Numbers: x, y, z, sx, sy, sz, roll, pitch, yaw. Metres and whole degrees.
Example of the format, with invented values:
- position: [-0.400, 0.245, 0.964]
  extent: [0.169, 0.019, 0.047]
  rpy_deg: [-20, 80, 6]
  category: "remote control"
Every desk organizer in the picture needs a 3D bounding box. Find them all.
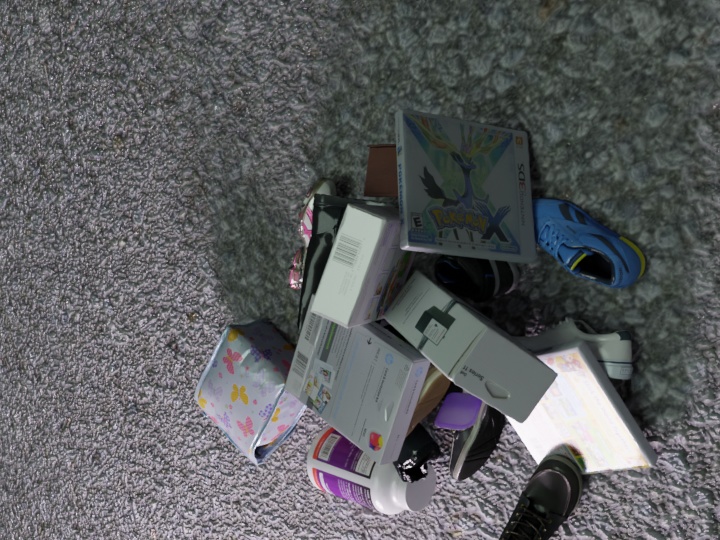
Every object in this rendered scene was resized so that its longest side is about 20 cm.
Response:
- position: [0.101, -0.136, 1.505]
  extent: [0.200, 0.072, 0.077]
  rpy_deg: [4, 86, 42]
  category: "desk organizer"

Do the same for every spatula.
- position: [0.155, 0.135, 1.490]
  extent: [0.056, 0.021, 0.200]
  rpy_deg: [5, 60, 26]
  category: "spatula"

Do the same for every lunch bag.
- position: [-0.184, 0.210, 1.838]
  extent: [0.170, 0.127, 0.200]
  rpy_deg: [40, 115, 25]
  category: "lunch bag"

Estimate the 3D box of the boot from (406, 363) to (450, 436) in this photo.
- position: [0.030, 0.148, 1.471]
  extent: [0.155, 0.072, 0.200]
  rpy_deg: [55, 136, 20]
  category: "boot"

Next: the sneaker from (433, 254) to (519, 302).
- position: [0.125, -0.039, 1.494]
  extent: [0.200, 0.112, 0.073]
  rpy_deg: [46, 127, 24]
  category: "sneaker"

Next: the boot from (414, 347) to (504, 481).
- position: [0.137, 0.192, 1.575]
  extent: [0.154, 0.073, 0.204]
  rpy_deg: [33, 119, 36]
  category: "boot"

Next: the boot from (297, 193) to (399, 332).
- position: [-0.001, 0.000, 1.516]
  extent: [0.165, 0.066, 0.200]
  rpy_deg: [8, 91, 7]
  category: "boot"

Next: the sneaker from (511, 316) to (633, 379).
- position: [0.276, 0.098, 1.431]
  extent: [0.200, 0.073, 0.071]
  rpy_deg: [7, 87, 37]
  category: "sneaker"

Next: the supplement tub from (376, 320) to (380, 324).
- position: [-0.022, 0.031, 1.614]
  extent: [0.123, 0.123, 0.200]
  rpy_deg: [14, 96, 40]
  category: "supplement tub"

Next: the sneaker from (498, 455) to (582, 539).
- position: [0.242, 0.352, 1.477]
  extent: [0.075, 0.106, 0.200]
  rpy_deg: [30, 128, 18]
  category: "sneaker"

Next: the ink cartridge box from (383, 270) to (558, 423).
- position: [0.140, 0.096, 1.377]
  extent: [0.083, 0.147, 0.200]
  rpy_deg: [-54, 31, 4]
  category: "ink cartridge box"

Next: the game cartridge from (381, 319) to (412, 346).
- position: [0.015, 0.144, 1.697]
  extent: [0.200, 0.040, 0.133]
  rpy_deg: [-11, 90, 44]
  category: "game cartridge"

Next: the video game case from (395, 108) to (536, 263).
- position: [0.137, -0.107, 1.374]
  extent: [0.022, 0.200, 0.182]
  rpy_deg: [-25, 63, 59]
  category: "video game case"

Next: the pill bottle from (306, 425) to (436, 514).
- position: [0.018, 0.317, 1.685]
  extent: [0.200, 0.112, 0.113]
  rpy_deg: [11, 108, 40]
  category: "pill bottle"

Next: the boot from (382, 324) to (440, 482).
- position: [0.062, 0.198, 1.559]
  extent: [0.168, 0.076, 0.200]
  rpy_deg: [52, 146, 35]
  category: "boot"

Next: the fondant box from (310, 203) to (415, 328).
- position: [0.015, -0.009, 1.385]
  extent: [0.058, 0.200, 0.144]
  rpy_deg: [23, 99, 17]
  category: "fondant box"

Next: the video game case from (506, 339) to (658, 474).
- position: [0.273, 0.190, 1.424]
  extent: [0.182, 0.023, 0.200]
  rpy_deg: [-19, 109, 47]
  category: "video game case"

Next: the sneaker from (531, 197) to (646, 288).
- position: [0.272, -0.038, 1.384]
  extent: [0.200, 0.078, 0.066]
  rpy_deg: [34, 124, 33]
  category: "sneaker"

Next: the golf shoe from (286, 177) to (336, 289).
- position: [-0.055, -0.052, 1.695]
  extent: [0.092, 0.073, 0.200]
  rpy_deg: [19, 119, 16]
  category: "golf shoe"

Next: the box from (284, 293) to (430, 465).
- position: [-0.009, 0.141, 1.432]
  extent: [0.200, 0.041, 0.156]
  rpy_deg: [32, 114, 39]
  category: "box"
